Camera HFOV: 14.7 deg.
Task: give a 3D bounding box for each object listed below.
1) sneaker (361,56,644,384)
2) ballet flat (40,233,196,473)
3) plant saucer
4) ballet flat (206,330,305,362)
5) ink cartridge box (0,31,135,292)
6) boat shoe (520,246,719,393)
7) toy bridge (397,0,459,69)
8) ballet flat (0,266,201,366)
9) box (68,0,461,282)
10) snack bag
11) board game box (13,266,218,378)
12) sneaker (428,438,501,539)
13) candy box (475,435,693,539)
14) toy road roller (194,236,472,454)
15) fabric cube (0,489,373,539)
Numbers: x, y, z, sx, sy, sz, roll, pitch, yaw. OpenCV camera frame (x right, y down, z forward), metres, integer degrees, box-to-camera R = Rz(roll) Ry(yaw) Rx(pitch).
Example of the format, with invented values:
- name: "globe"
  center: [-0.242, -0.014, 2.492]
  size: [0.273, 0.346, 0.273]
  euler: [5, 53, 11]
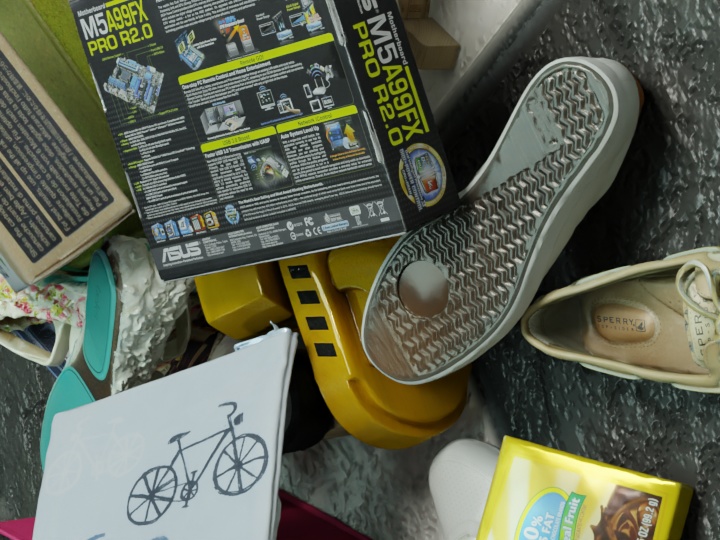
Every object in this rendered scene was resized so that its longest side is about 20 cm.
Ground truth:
- name: "sneaker"
  center: [0.080, -0.022, 1.417]
  size: [0.073, 0.085, 0.200]
  euler: [44, 112, 14]
- name: "ballet flat"
  center: [-0.133, 0.059, 1.601]
  size: [0.072, 0.071, 0.200]
  euler: [59, 145, 33]
- name: "plant saucer"
  center: [-0.197, -0.101, 1.695]
  size: [0.200, 0.048, 0.199]
  euler: [55, 147, -9]
- name: "ballet flat"
  center: [-0.056, 0.031, 1.619]
  size: [0.046, 0.067, 0.201]
  euler: [119, 160, -57]
- name: "ink cartridge box"
  center: [-0.210, -0.073, 1.565]
  size: [0.165, 0.075, 0.200]
  euler: [53, 171, -4]
- name: "boat shoe"
  center: [0.159, 0.027, 1.343]
  size: [0.200, 0.062, 0.074]
  euler: [-10, 86, 56]
- name: "toy bridge"
  center: [0.049, -0.205, 1.507]
  size: [0.067, 0.027, 0.201]
  euler: [49, 132, 41]
- name: "ballet flat"
  center: [-0.171, 0.029, 1.691]
  size: [0.199, 0.075, 0.064]
  euler: [9, 90, 44]
- name: "box"
  center: [-0.052, -0.086, 1.422]
  size: [0.199, 0.044, 0.161]
  euler: [-11, 99, 48]
- name: "snack bag"
  center: [-0.111, 0.140, 1.484]
  size: [0.188, 0.021, 0.201]
  euler: [-21, 50, 35]
- name: "board game box"
  center: [-0.113, 0.045, 1.700]
  size: [0.135, 0.035, 0.200]
  euler: [-45, 45, -4]
- name: "sneaker"
  center: [0.075, 0.177, 1.474]
  size: [0.071, 0.080, 0.201]
  euler: [-56, 49, 45]
- name: "candy box"
  center: [0.093, 0.192, 1.405]
  size: [0.102, 0.026, 0.201]
  euler: [13, 85, 28]
- name: "toy road roller"
  center: [0.000, 0.000, 1.531]
  size: [0.146, 0.123, 0.201]
  euler: [-28, 75, 40]
- name: "fabric cube"
  center: [-0.094, 0.250, 1.624]
  size: [0.200, 0.199, 0.197]
  euler: [19, 111, 53]
